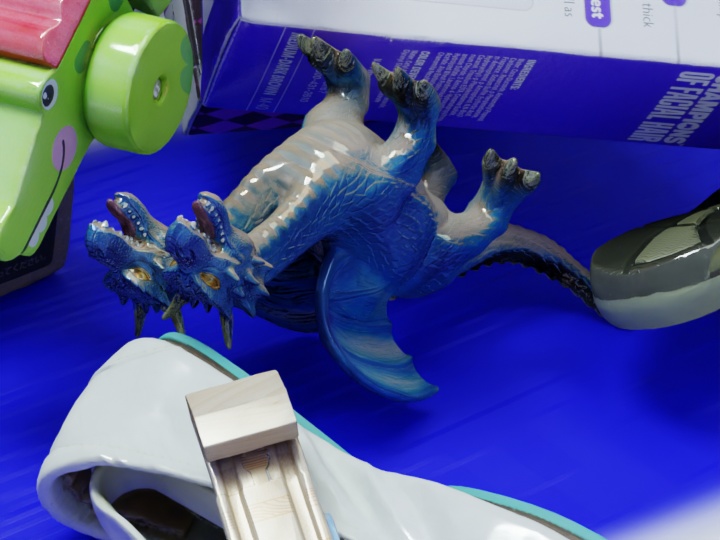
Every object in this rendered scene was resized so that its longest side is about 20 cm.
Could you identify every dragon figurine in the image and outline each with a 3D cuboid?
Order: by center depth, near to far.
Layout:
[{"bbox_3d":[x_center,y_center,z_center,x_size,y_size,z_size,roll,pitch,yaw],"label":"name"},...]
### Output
[{"bbox_3d":[0.000,0.000,0.746,0.059,0.100,0.200,26,-7,36],"label":"dragon figurine"}]

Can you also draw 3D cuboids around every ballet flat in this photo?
[{"bbox_3d":[-0.001,0.079,0.635,0.200,0.070,0.069,25,34,32],"label":"ballet flat"}]

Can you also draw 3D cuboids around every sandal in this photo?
[{"bbox_3d":[0.145,-0.006,0.817,0.201,0.057,0.080,-23,3,-42],"label":"sandal"}]

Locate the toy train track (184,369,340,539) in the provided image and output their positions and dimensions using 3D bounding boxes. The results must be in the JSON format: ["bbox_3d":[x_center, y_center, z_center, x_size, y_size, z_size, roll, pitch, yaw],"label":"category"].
[{"bbox_3d":[-0.004,0.099,0.559,0.114,0.033,0.200,-15,52,-7],"label":"toy train track"}]

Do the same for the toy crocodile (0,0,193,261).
[{"bbox_3d":[-0.068,-0.092,0.706,0.067,0.062,0.200,20,68,24],"label":"toy crocodile"}]

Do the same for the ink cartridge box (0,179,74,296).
[{"bbox_3d":[-0.209,-0.048,0.767,0.200,0.075,0.165,31,35,30],"label":"ink cartridge box"}]

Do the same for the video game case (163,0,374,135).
[{"bbox_3d":[0.025,-0.139,0.860,0.200,0.036,0.182,-6,72,-18],"label":"video game case"}]

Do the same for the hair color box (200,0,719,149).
[{"bbox_3d":[0.052,-0.102,0.798,0.199,0.065,0.110,4,67,-12],"label":"hair color box"}]
